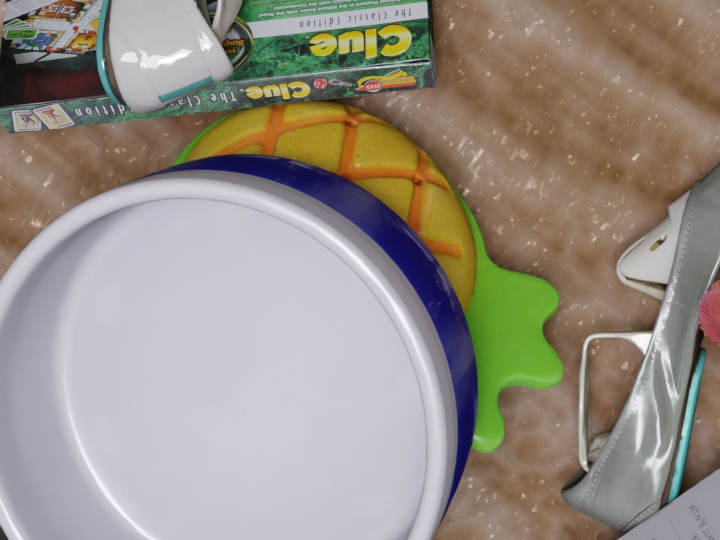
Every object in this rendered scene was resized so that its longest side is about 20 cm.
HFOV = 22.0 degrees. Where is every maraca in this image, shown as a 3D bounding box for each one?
[{"bbox_3d":[0.000,0.000,0.833,0.200,0.107,0.137,40,63,13],"label":"maraca"}]

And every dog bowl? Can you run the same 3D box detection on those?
[{"bbox_3d":[-0.054,0.055,0.758,0.199,0.079,0.201,3,103,14],"label":"dog bowl"}]

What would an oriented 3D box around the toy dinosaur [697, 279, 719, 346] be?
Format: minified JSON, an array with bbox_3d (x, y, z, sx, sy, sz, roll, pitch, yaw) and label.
[{"bbox_3d":[0.248,0.074,0.808,0.181,0.200,0.105,36,118,26],"label":"toy dinosaur"}]

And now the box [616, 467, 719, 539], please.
[{"bbox_3d":[0.153,0.222,0.789,0.200,0.199,0.131,-36,120,7],"label":"box"}]

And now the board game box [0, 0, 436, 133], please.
[{"bbox_3d":[-0.066,-0.119,0.850,0.199,0.024,0.105,-5,55,7],"label":"board game box"}]

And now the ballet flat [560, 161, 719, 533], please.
[{"bbox_3d":[0.139,0.023,0.853,0.063,0.067,0.201,17,97,12],"label":"ballet flat"}]

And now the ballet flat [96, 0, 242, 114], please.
[{"bbox_3d":[-0.078,-0.161,0.825,0.069,0.070,0.201,-4,64,6],"label":"ballet flat"}]

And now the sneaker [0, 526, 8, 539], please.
[{"bbox_3d":[-0.078,0.096,0.884,0.199,0.089,0.074,-34,61,-9],"label":"sneaker"}]
